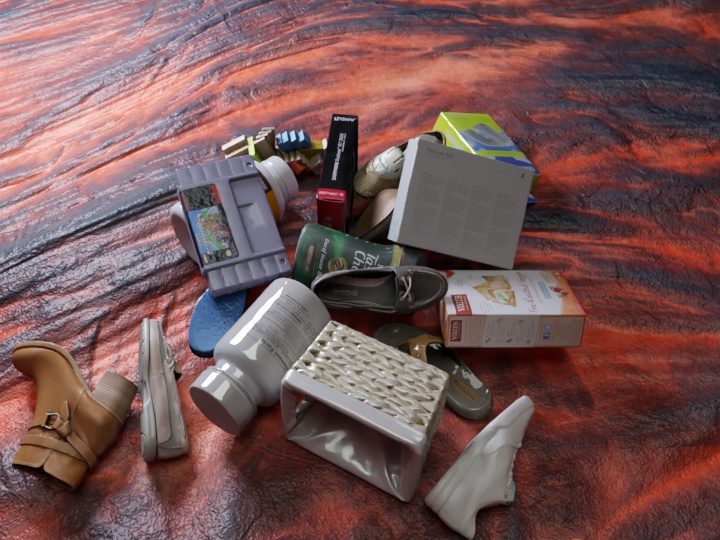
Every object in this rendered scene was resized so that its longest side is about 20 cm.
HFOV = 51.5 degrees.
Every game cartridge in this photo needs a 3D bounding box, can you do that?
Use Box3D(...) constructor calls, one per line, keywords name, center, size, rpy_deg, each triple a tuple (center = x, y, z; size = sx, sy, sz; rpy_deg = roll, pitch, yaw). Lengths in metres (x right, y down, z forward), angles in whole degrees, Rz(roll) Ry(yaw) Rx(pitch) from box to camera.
Box3D(name="game cartridge", center=(-0.190, -0.070, 1.099), size=(0.127, 0.038, 0.204), rpy_deg=(-13, 71, -26))

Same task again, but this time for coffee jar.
Box3D(name="coffee jar", center=(0.000, 0.000, 1.121), size=(0.195, 0.085, 0.107), rpy_deg=(13, 87, 9))

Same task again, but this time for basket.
Box3D(name="basket", center=(0.009, 0.176, 0.963), size=(0.196, 0.137, 0.124), rpy_deg=(24, 49, 17))

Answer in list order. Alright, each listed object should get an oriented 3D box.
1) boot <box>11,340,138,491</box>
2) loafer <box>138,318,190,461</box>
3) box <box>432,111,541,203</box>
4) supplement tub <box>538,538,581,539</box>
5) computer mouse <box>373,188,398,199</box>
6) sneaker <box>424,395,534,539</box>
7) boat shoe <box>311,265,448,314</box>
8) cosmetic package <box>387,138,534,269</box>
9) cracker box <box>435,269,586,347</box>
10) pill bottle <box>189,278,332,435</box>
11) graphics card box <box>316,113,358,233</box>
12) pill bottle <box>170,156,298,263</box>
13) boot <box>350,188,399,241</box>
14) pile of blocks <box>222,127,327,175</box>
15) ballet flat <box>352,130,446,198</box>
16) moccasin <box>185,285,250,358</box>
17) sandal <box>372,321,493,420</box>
Box3D(name="boot", center=(-0.410, 0.190, 0.984), size=(0.196, 0.077, 0.157), rpy_deg=(22, 57, 6))
Box3D(name="loafer", center=(-0.269, 0.160, 1.016), size=(0.061, 0.072, 0.204), rpy_deg=(3, 55, -22))
Box3D(name="box", center=(0.224, -0.199, 1.303), size=(0.120, 0.048, 0.202), rpy_deg=(-5, 47, -34))
Box3D(name="supplement tub", center=(0.171, 0.375, 0.814), size=(0.195, 0.124, 0.124), rpy_deg=(-15, 53, -13))
Box3D(name="computer mouse", center=(0.101, -0.130, 1.267), size=(0.194, 0.053, 0.141), rpy_deg=(1, 53, -15))
Box3D(name="sneaker", center=(0.173, 0.253, 0.956), size=(0.088, 0.076, 0.200), rpy_deg=(42, 66, 13))
Box3D(name="boat shoe", center=(0.025, 0.029, 1.045), size=(0.194, 0.057, 0.069), rpy_deg=(-2, 91, 10))
Box3D(name="cosmetic package", center=(0.152, -0.099, 1.120), size=(0.195, 0.155, 0.052), rpy_deg=(12, 6, -17))
Box3D(name="cracker box", center=(0.211, 0.053, 1.086), size=(0.194, 0.059, 0.135), rpy_deg=(-1, 27, -2))
Box3D(name="pill bottle", center=(-0.135, 0.117, 1.015), size=(0.113, 0.116, 0.201), rpy_deg=(28, 56, 20))
Box3D(name="graphics card box", center=(-0.036, -0.143, 1.220), size=(0.049, 0.127, 0.204), rpy_deg=(5, 52, 4))
Box3D(name="pill bottle", center=(-0.196, -0.101, 1.191), size=(0.199, 0.111, 0.109), rpy_deg=(-37, 60, -27))
Box3D(name="boot", center=(0.097, -0.082, 1.184), size=(0.200, 0.145, 0.071), rpy_deg=(-45, 32, 15))
Box3D(name="pile of blocks", center=(-0.137, -0.196, 1.287), size=(0.194, 0.083, 0.063), rpy_deg=(-8, 51, -9))
Box3D(name="ballet flat", center=(0.067, -0.183, 1.222), size=(0.198, 0.066, 0.071), rpy_deg=(-34, 72, -33))
Box3D(name="moccasin", center=(-0.194, 0.050, 1.100), size=(0.079, 0.069, 0.203), rpy_deg=(20, 53, 3))
Box3D(name="sandal", center=(0.104, 0.132, 1.050), size=(0.081, 0.055, 0.199), rpy_deg=(-37, 61, -27))
